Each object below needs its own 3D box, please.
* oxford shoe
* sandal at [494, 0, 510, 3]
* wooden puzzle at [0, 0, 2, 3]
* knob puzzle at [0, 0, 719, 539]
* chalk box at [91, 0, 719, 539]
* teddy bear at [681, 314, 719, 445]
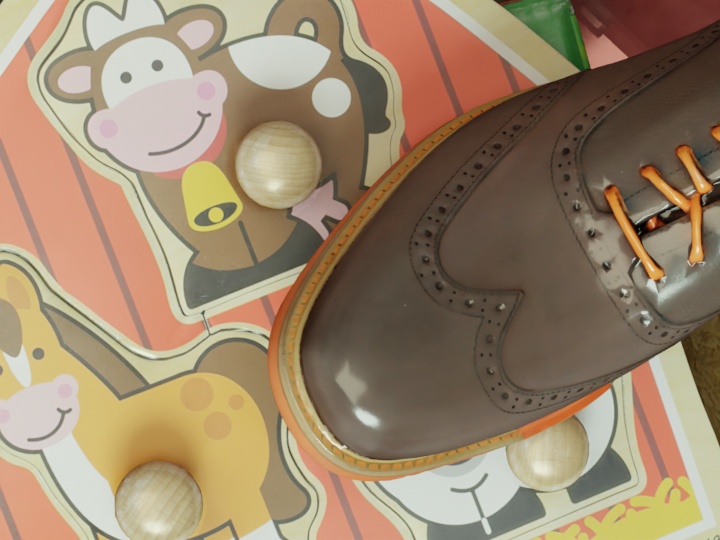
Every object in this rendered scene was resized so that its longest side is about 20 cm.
[{"bbox_3d":[0.067,-0.020,0.646,0.200,0.073,0.071,-33,94,-24],"label":"oxford shoe"},{"bbox_3d":[-0.004,-0.146,0.824,0.200,0.055,0.082,35,103,24],"label":"sandal"},{"bbox_3d":[-0.103,-0.019,0.832,0.200,0.046,0.185,13,89,10],"label":"wooden puzzle"},{"bbox_3d":[-0.022,0.005,0.671,0.219,0.030,0.220,0,90,-8],"label":"knob puzzle"},{"bbox_3d":[0.000,0.000,0.751,0.124,0.125,0.200,-15,94,-8],"label":"chalk box"},{"bbox_3d":[0.153,-0.007,0.753,0.145,0.067,0.200,54,125,25],"label":"teddy bear"}]
